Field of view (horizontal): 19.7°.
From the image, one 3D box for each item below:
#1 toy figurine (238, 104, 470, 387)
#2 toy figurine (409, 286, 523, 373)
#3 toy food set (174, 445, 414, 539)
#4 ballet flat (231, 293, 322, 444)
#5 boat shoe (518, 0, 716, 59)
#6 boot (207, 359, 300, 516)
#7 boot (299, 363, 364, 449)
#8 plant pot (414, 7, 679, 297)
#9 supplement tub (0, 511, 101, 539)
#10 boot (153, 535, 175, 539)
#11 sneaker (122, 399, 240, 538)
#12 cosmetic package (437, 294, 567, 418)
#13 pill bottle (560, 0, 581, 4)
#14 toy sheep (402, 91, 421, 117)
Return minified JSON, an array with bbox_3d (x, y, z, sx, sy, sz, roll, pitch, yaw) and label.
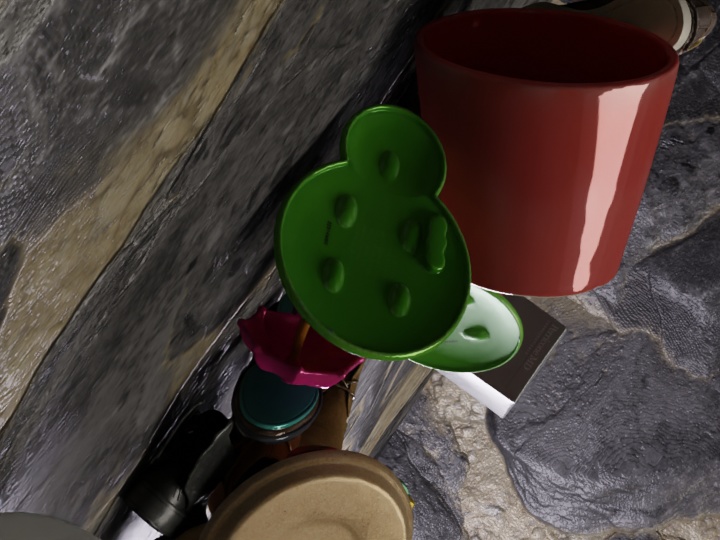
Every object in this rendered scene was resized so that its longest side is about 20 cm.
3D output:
[{"bbox_3d":[-0.022,0.003,1.527,0.184,0.149,0.201,137,-32,-56],"label":"toy figurine"},{"bbox_3d":[0.075,-0.018,2.002,0.150,0.199,0.185,62,34,-43],"label":"toy figurine"},{"bbox_3d":[-0.048,0.226,1.652,0.200,0.198,0.049,-52,-143,8],"label":"toy food set"},{"bbox_3d":[-0.064,0.094,1.632,0.073,0.073,0.200,-61,-173,30],"label":"ballet flat"},{"bbox_3d":[0.190,-0.187,1.657,0.199,0.072,0.059,-9,180,43],"label":"boat shoe"},{"bbox_3d":[-0.089,0.181,1.736,0.156,0.076,0.201,-91,-159,-57],"label":"boot"},{"bbox_3d":[-0.034,0.113,1.887,0.076,0.073,0.200,-49,-161,29],"label":"boot"},{"bbox_3d":[0.134,-0.088,1.570,0.200,0.199,0.178,-44,141,-59],"label":"plant pot"},{"bbox_3d":[-0.213,0.254,1.191,0.201,0.140,0.140,-59,172,22],"label":"supplement tub"},{"bbox_3d":[-0.132,0.285,1.728,0.211,0.157,0.080,-44,135,-55],"label":"boot"},{"bbox_3d":[-0.130,0.158,1.637,0.104,0.060,0.200,-52,169,-4],"label":"sneaker"},{"bbox_3d":[0.106,0.052,2.178,0.107,0.199,0.090,-55,173,-16],"label":"cosmetic package"},{"bbox_3d":[0.182,-0.273,1.664,0.107,0.106,0.200,-57,173,5],"label":"pill bottle"},{"bbox_3d":[0.082,-0.085,1.718,0.138,0.137,0.201,-46,138,-54],"label":"toy sheep"}]
